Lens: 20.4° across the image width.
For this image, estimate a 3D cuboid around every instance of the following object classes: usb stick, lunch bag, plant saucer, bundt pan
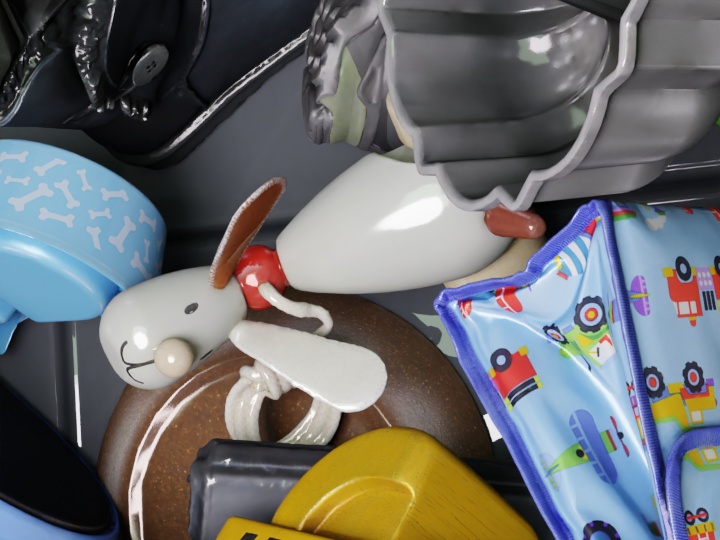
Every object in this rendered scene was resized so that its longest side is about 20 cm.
[{"bbox_3d":[0.025,0.101,0.843,0.198,0.033,0.056,5,127,-5],"label":"usb stick"},{"bbox_3d":[0.135,0.083,0.766,0.094,0.150,0.202,-32,68,38],"label":"lunch bag"},{"bbox_3d":[-0.037,0.107,0.903,0.198,0.037,0.203,-2,84,18],"label":"plant saucer"},{"bbox_3d":[0.082,-0.119,0.710,0.075,0.202,0.204,3,85,-24],"label":"bundt pan"}]

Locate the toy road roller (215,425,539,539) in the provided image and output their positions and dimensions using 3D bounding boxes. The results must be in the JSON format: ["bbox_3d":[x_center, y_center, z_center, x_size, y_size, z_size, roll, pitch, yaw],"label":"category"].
[{"bbox_3d":[-0.016,0.139,0.795,0.199,0.123,0.147,5,58,50],"label":"toy road roller"}]

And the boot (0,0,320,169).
[{"bbox_3d":[-0.075,-0.129,0.864,0.200,0.168,0.076,-46,74,9],"label":"boot"}]

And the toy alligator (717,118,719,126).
[{"bbox_3d":[0.146,-0.093,0.837,0.199,0.054,0.059,36,142,-12],"label":"toy alligator"}]

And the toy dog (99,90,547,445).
[{"bbox_3d":[0.000,0.000,0.810,0.200,0.096,0.132,-46,117,0],"label":"toy dog"}]

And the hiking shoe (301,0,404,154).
[{"bbox_3d":[0.047,-0.136,0.858,0.100,0.076,0.201,16,119,-17],"label":"hiking shoe"}]

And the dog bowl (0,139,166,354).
[{"bbox_3d":[-0.167,-0.011,0.900,0.199,0.111,0.050,-4,57,42],"label":"dog bowl"}]

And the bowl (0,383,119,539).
[{"bbox_3d":[-0.189,0.070,0.869,0.200,0.201,0.039,39,93,17],"label":"bowl"}]
